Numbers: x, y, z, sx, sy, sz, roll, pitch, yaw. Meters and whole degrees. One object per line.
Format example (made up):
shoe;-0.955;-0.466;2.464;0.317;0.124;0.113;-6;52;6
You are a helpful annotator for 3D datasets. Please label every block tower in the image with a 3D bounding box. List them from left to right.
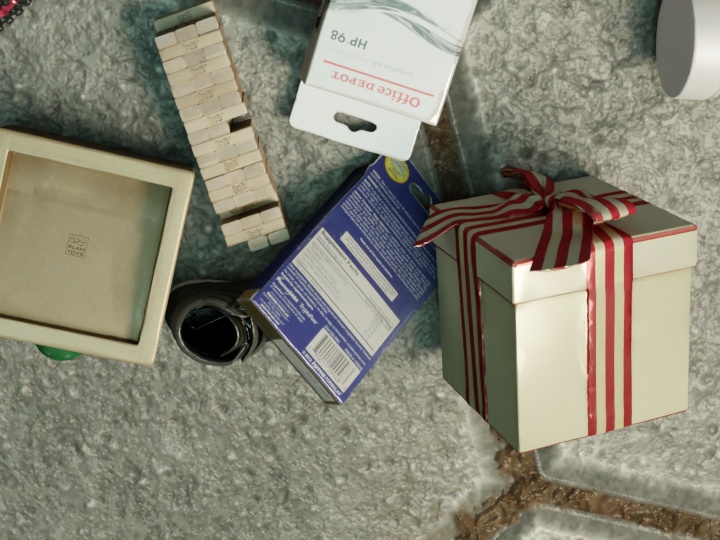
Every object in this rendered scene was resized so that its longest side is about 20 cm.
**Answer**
block tower;-0.114;-0.116;0.972;0.054;0.058;0.202;-18;108;0

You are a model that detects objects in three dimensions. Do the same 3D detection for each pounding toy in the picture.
pounding toy;-0.247;-0.007;0.970;0.182;0.142;0.202;12;96;-10

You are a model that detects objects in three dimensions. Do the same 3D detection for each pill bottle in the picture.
pill bottle;0.351;-0.189;0.959;0.198;0.113;0.114;-2;109;-4

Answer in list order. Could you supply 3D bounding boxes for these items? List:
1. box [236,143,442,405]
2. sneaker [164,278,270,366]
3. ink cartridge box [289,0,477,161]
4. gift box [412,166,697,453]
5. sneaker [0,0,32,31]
box;0.000;0.000;0.998;0.121;0.032;0.200;50;63;-18
sneaker;-0.072;0.041;1.005;0.198;0.099;0.071;-5;107;-5
ink cartridge box;0.023;-0.192;0.946;0.115;0.067;0.202;15;102;-10
gift box;0.152;0.023;0.959;0.198;0.184;0.188;-12;111;-22
sneaker;-0.346;-0.187;0.921;0.200;0.081;0.075;-41;93;1
